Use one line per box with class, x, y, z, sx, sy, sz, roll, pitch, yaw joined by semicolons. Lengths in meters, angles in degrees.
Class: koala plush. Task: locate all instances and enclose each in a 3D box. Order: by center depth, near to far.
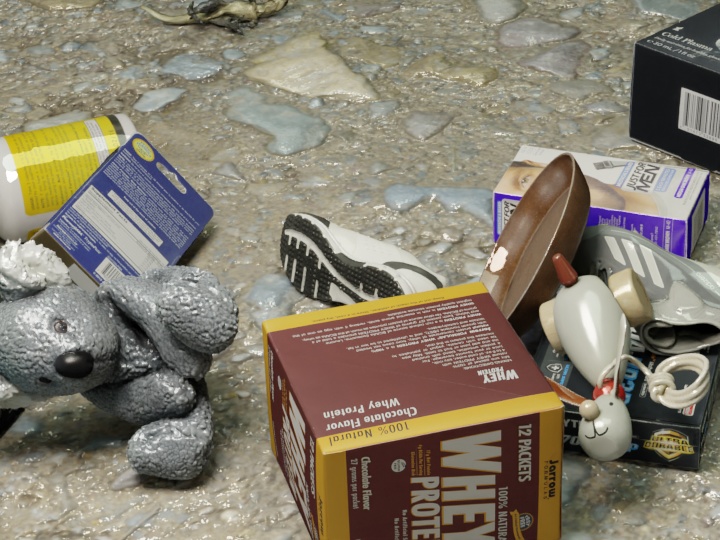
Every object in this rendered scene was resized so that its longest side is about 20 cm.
koala plush;-0.227;0.064;1.625;0.200;0.178;0.184;6;19;-20

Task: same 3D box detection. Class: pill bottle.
pill bottle;-0.325;-0.090;1.970;0.200;0.111;0.111;-13;33;-18

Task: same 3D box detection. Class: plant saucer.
plant saucer;0.158;-0.012;1.759;0.034;0.200;0.200;26;30;-10

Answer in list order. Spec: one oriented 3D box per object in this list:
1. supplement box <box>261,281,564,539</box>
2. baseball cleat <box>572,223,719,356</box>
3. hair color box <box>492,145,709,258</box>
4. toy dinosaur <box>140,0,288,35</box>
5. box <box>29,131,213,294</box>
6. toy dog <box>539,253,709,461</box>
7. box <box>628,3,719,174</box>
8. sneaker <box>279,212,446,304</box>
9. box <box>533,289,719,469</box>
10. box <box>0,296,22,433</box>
supplement box;0.040;0.129;1.560;0.197;0.133;0.200;-10;31;-13
baseball cleat;0.247;0.017;1.707;0.200;0.070;0.106;15;40;33
hair color box;0.243;-0.065;1.940;0.200;0.065;0.109;8;33;19
toy dinosaur;-0.180;-0.324;2.418;0.200;0.048;0.088;-4;16;-1
box;-0.229;-0.043;1.886;0.032;0.121;0.200;-36;13;38
toy dog;0.191;0.058;1.595;0.132;0.096;0.200;-38;30;5
box;0.432;-0.197;2.093;0.196;0.124;0.200;-26;38;-37
sneaker;0.000;0.000;1.856;0.080;0.074;0.200;-11;33;-43
box;0.234;0.092;1.693;0.159;0.046;0.200;7;32;16
box;-0.397;0.061;1.711;0.200;0.124;0.149;9;31;17
